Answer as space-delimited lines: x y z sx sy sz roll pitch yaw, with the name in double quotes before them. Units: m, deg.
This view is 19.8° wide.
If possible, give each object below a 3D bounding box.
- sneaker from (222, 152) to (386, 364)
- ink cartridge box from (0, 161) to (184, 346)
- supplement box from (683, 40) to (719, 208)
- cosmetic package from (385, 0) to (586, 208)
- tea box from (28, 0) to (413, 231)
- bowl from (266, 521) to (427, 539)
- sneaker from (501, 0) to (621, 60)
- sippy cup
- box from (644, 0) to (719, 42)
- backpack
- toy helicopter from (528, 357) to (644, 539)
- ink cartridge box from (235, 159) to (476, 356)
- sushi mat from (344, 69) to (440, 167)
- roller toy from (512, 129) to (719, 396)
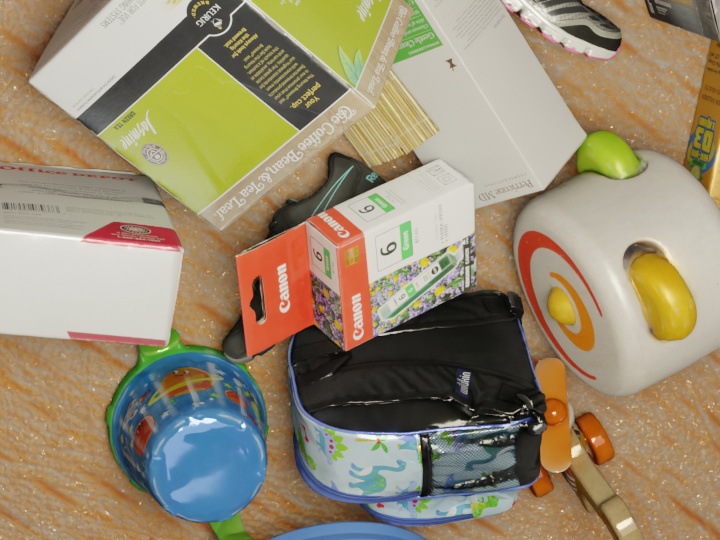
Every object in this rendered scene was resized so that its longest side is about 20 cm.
"sneaker" -0.052 -0.009 1.710 0.079 0.075 0.200 42 86 -3
"ink cartridge box" -0.224 -0.016 1.593 0.145 0.200 0.084 5 106 -14
"supplement box" 0.326 -0.126 1.762 0.069 0.067 0.200 6 101 -14
"cosmetic package" 0.080 -0.155 1.665 0.200 0.108 0.085 55 49 -16
"tea box" -0.104 -0.171 1.570 0.197 0.134 0.200 40 132 -18
"bowl" -0.022 0.272 1.735 0.200 0.039 0.201 -5 144 -4
"sneaker" 0.145 -0.250 1.685 0.200 0.074 0.088 34 100 -13
"sippy cup" -0.133 0.142 1.687 0.178 0.130 0.140 34 94 -19
"box" 0.349 -0.247 1.690 0.200 0.158 0.048 -18 106 -7
"backpack" 0.042 0.120 1.697 0.200 0.183 0.147 -3 125 -4
"toy helicopter" 0.185 0.161 1.728 0.079 0.200 0.132 -27 125 -5
"ink cartridge box" 0.000 0.000 1.648 0.200 0.050 0.109 -26 133 -25
"sushi mat" -0.023 -0.172 1.656 0.200 0.096 0.012 51 51 -14
"roller toy" 0.216 0.006 1.696 0.140 0.200 0.183 -27 147 -16
